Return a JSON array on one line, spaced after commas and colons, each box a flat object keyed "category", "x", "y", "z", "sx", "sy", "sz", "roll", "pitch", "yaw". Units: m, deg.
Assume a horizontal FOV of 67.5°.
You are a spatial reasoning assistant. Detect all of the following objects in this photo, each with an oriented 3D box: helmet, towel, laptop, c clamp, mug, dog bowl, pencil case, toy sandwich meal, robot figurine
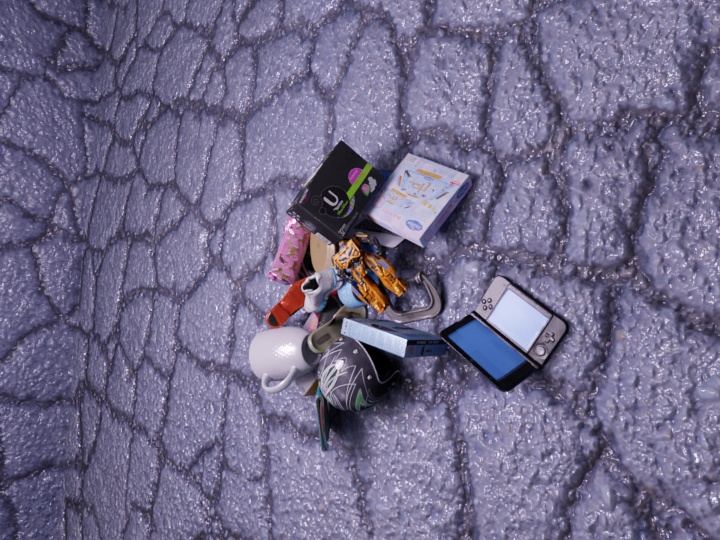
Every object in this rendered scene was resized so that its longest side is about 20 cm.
[{"category": "helmet", "x": -0.015, "y": 0.258, "z": 1.360, "sx": 0.199, "sy": 0.190, "sz": 0.202, "roll": 0, "pitch": 91, "yaw": 41}, {"category": "towel", "x": -0.097, "y": 0.377, "z": 1.439, "sx": 0.022, "sy": 0.200, "sz": 0.148, "roll": -6, "pitch": 92, "yaw": -1}, {"category": "laptop", "x": 0.058, "y": -0.162, "z": 1.386, "sx": 0.186, "sy": 0.200, "sz": 0.117, "roll": 12, "pitch": 127, "yaw": 37}, {"category": "c clamp", "x": 0.104, "y": 0.053, "z": 1.348, "sx": 0.199, "sy": 0.027, "sz": 0.172, "roll": -9, "pitch": 104, "yaw": 35}, {"category": "mug", "x": -0.207, "y": 0.250, "z": 1.492, "sx": 0.174, "sy": 0.148, "sz": 0.201, "roll": -13, "pitch": 40, "yaw": 35}, {"category": "dog bowl", "x": 0.000, "y": 0.000, "z": 1.422, "sx": 0.049, "sy": 0.111, "sz": 0.202, "roll": -2, "pitch": 84, "yaw": 54}, {"category": "pencil case", "x": -0.199, "y": -0.059, "z": 1.546, "sx": 0.082, "sy": 0.087, "sz": 0.201, "roll": 18, "pitch": 83, "yaw": 3}, {"category": "toy sandwich meal", "x": -0.086, "y": -0.073, "z": 1.496, "sx": 0.205, "sy": 0.070, "sz": 0.207, "roll": 179, "pitch": 90, "yaw": -68}, {"category": "robot figurine", "x": 0.017, "y": 0.001, "z": 1.319, "sx": 0.200, "sy": 0.058, "sz": 0.145, "roll": 46, "pitch": 113, "yaw": 1}]

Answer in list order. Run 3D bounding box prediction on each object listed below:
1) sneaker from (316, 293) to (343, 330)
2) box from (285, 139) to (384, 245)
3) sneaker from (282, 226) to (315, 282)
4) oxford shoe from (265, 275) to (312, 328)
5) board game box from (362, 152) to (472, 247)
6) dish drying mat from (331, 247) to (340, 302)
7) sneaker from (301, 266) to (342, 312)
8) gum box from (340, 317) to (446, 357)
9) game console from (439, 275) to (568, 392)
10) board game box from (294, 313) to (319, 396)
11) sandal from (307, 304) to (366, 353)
[{"category": "sneaker", "x": -0.099, "y": 0.135, "z": 1.499, "sx": 0.200, "sy": 0.106, "sz": 0.075, "roll": 49, "pitch": 133, "yaw": 33}, {"category": "box", "x": -0.064, "y": -0.190, "z": 1.345, "sx": 0.201, "sy": 0.148, "sz": 0.124, "roll": -57, "pitch": 14, "yaw": -16}, {"category": "sneaker", "x": -0.167, "y": -0.051, "z": 1.621, "sx": 0.086, "sy": 0.080, "sz": 0.201, "roll": -20, "pitch": 79, "yaw": 24}, {"category": "oxford shoe", "x": -0.191, "y": 0.085, "z": 1.550, "sx": 0.200, "sy": 0.073, "sz": 0.071, "roll": -39, "pitch": 93, "yaw": -7}, {"category": "board game box", "x": 0.135, "y": -0.177, "z": 1.314, "sx": 0.200, "sy": 0.041, "sz": 0.200, "roll": 32, "pitch": 78, "yaw": 39}, {"category": "dish drying mat", "x": -0.053, "y": -0.010, "z": 1.539, "sx": 0.077, "sy": 0.018, "sz": 0.201, "roll": 31, "pitch": 106, "yaw": 38}, {"category": "sneaker", "x": -0.124, "y": 0.051, "z": 1.428, "sx": 0.200, "sy": 0.086, "sz": 0.075, "roll": -54, "pitch": 51, "yaw": 48}, {"category": "gum box", "x": 0.081, "y": 0.160, "z": 1.302, "sx": 0.199, "sy": 0.169, "sz": 0.045, "roll": 15, "pitch": 95, "yaw": 41}, {"category": "game console", "x": 0.301, "y": 0.127, "z": 1.145, "sx": 0.200, "sy": 0.118, "sz": 0.171, "roll": 42, "pitch": 113, "yaw": 35}, {"category": "board game box", "x": -0.138, "y": 0.243, "z": 1.577, "sx": 0.200, "sy": 0.040, "sz": 0.153, "roll": -54, "pitch": 55, "yaw": 24}, {"category": "sandal", "x": -0.053, "y": 0.149, "z": 1.422, "sx": 0.080, "sy": 0.201, "sz": 0.057, "roll": 47, "pitch": 145, "yaw": 7}]
